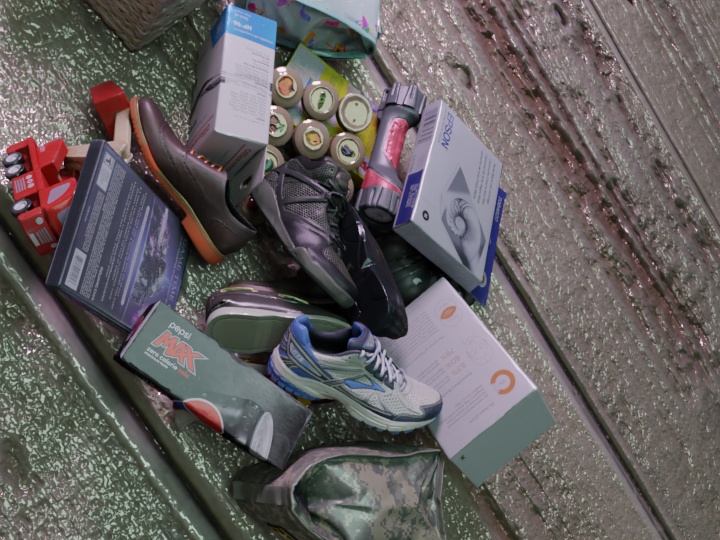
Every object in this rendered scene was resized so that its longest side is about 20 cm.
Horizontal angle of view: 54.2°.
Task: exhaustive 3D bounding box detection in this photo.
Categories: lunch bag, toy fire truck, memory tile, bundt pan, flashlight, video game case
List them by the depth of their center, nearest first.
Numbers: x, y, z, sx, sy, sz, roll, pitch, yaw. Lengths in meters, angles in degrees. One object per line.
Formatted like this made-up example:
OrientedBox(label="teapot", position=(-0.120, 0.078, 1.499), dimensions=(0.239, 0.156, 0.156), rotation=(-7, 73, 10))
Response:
OrientedBox(label="video game case", position=(-0.233, -0.016, 0.716), dimensions=(0.018, 0.201, 0.146), rotation=(4, 69, 13))
OrientedBox(label="toy fire truck", position=(-0.286, -0.111, 0.722), dimensions=(0.139, 0.201, 0.049), rotation=(-26, 136, -11))
OrientedBox(label="lunch bag", position=(-0.028, 0.249, 0.769), dimensions=(0.196, 0.163, 0.121), rotation=(8, 75, -30))
OrientedBox(label="memory tile", position=(-0.069, -0.143, 0.896), dimensions=(0.150, 0.017, 0.205), rotation=(16, 86, -22))
OrientedBox(label="flashlight", position=(0.046, -0.153, 0.929), dimensions=(0.067, 0.067, 0.204), rotation=(30, 63, -28))
OrientedBox(label="lunch bag", position=(-0.061, -0.390, 0.950), dimensions=(0.195, 0.122, 0.175), rotation=(11, 71, -23))
OrientedBox(label="bundt pan", position=(0.097, -0.019, 0.975), dimensions=(0.198, 0.075, 0.208), rotation=(10, 72, -31))

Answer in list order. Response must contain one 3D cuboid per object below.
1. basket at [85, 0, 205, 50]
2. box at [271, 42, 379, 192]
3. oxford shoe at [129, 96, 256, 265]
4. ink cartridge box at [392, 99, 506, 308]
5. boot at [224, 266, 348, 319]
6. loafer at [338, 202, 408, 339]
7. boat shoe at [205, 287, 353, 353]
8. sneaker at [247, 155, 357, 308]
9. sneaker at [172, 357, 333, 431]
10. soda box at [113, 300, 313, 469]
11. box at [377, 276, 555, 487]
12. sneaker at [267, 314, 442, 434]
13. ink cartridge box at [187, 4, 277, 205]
OrientedBox(label="basket", position=(-0.247, -0.400, 0.809), dimensions=(0.198, 0.160, 0.201), rotation=(46, 57, -13))
OrientedBox(label="box", position=(-0.034, -0.198, 0.958), dimensions=(0.198, 0.048, 0.119), rotation=(35, 61, -18))
OrientedBox(label="oxford shoe", position=(-0.188, -0.111, 0.795), dimensions=(0.071, 0.071, 0.203), rotation=(-26, 108, 6))
OrientedBox(label="ink cartridge box", position=(0.138, -0.086, 0.935), dimensions=(0.199, 0.040, 0.204), rotation=(37, 55, -33))
OrientedBox(label="boot", position=(-0.075, 0.020, 0.875), dimensions=(0.195, 0.075, 0.099), rotation=(12, 48, -22))
OrientedBox(label="loafer", position=(0.000, 0.000, 0.850), dimensions=(0.072, 0.072, 0.203), rotation=(34, 30, -50))
OrientedBox(label="boat shoe", position=(-0.078, 0.061, 0.801), dimensions=(0.197, 0.073, 0.061), rotation=(13, 31, -22))
OrientedBox(label="sneaker", position=(-0.041, -0.057, 0.807), dimensions=(0.113, 0.076, 0.201), rotation=(-36, 60, 1))
OrientedBox(label="sneaker", position=(-0.117, 0.149, 0.804), dimensions=(0.196, 0.075, 0.093), rotation=(12, 82, -25))
OrientedBox(label="soda box", position=(-0.147, 0.118, 0.714), dimensions=(0.199, 0.063, 0.072), rotation=(39, 68, -17))
OrientedBox(label="box", position=(0.119, 0.130, 0.847), dimensions=(0.124, 0.201, 0.098), rotation=(-38, 137, 2))
OrientedBox(label="sneaker", position=(0.003, 0.106, 0.750), dimensions=(0.195, 0.077, 0.087), rotation=(19, 111, -8))
OrientedBox(label="ink cartridge box", position=(-0.156, -0.189, 0.836), dimensions=(0.066, 0.115, 0.206), rotation=(11, 71, -28))
